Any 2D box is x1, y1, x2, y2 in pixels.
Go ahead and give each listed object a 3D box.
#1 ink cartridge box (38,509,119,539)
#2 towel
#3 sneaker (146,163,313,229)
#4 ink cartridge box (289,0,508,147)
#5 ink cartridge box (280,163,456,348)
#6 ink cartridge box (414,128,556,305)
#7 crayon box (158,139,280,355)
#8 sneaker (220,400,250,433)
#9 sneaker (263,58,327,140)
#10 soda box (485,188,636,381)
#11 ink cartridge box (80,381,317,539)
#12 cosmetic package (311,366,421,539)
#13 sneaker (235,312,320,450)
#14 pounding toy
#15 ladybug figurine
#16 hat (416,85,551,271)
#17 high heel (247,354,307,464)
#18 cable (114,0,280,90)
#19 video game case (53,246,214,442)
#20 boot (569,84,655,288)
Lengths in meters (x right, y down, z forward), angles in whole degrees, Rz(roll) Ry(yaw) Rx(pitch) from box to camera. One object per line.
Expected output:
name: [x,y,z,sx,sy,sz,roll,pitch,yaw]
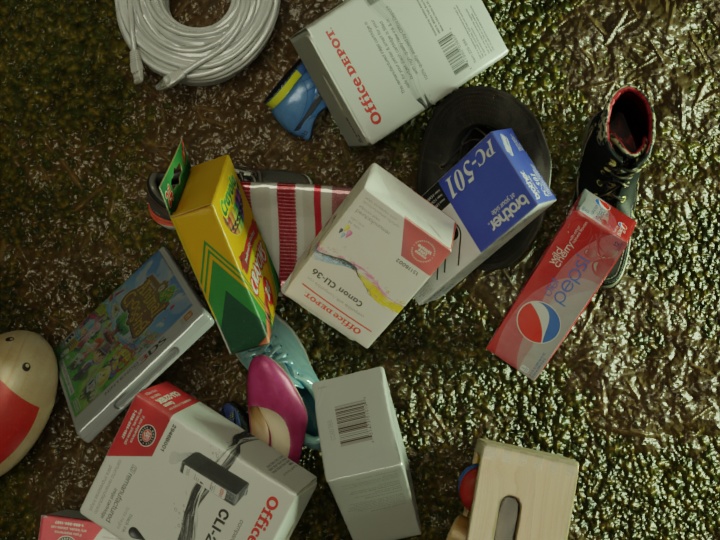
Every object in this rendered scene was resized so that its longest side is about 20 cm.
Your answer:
ink cartridge box: [-0.287,0.377,1.281,0.142,0.083,0.204,7,83,3]
towel: [-0.092,-0.032,1.307,0.196,0.023,0.146,3,122,4]
sneaker: [-0.151,-0.087,1.321,0.196,0.082,0.078,-5,66,2]
ink cartridge box: [0.041,-0.251,1.296,0.198,0.084,0.147,-34,102,-14]
ink cartridge box: [0.000,0.000,1.260,0.116,0.068,0.201,33,121,-9]
ink cartridge box: [0.113,-0.056,1.267,0.200,0.044,0.095,-43,72,38]
crayon box: [-0.144,-0.031,1.228,0.050,0.128,0.203,-15,118,11]
sneaker: [-0.156,0.247,1.296,0.077,0.075,0.204,3,82,7]
sneaker: [-0.024,-0.241,1.355,0.078,0.066,0.201,40,84,-13]
soda box: [0.216,0.018,1.257,0.069,0.063,0.202,32,121,8]
ink cartridge box: [-0.164,0.231,1.198,0.198,0.084,0.146,29,99,9]
cosmetic package: [0.009,0.200,1.217,0.080,0.201,0.115,-13,59,3]
sneaker: [-0.087,0.112,1.302,0.074,0.082,0.201,-39,83,-3]
pounding toy: [0.136,0.284,1.219,0.139,0.184,0.204,11,84,4]
ladybug figurine: [-0.419,0.154,1.299,0.136,0.072,0.201,44,103,27]
hat: [0.152,-0.105,1.308,0.198,0.080,0.205,8,103,39]
high heel: [-0.104,0.193,1.238,0.066,0.096,0.203,13,124,29]
cable: [-0.189,-0.317,1.365,0.196,0.069,0.204,-17,82,0]
video game case: [-0.255,0.074,1.272,0.182,0.200,0.022,-43,121,-2]
boot: [0.274,-0.091,1.270,0.072,0.154,0.208,5,83,3]
